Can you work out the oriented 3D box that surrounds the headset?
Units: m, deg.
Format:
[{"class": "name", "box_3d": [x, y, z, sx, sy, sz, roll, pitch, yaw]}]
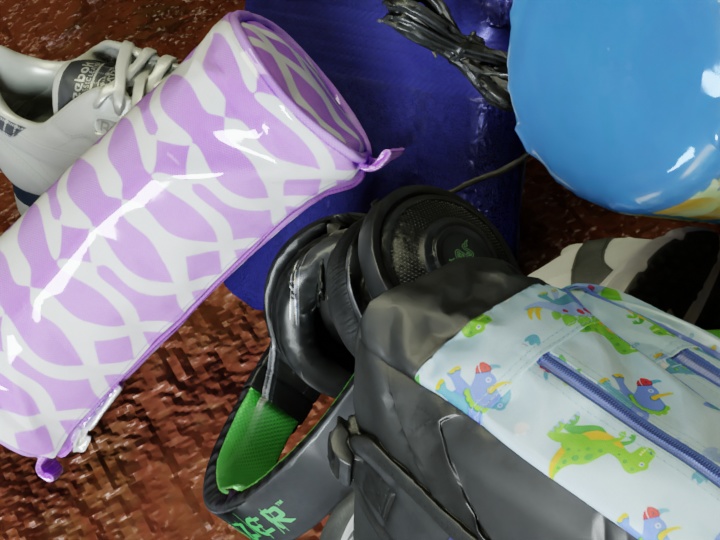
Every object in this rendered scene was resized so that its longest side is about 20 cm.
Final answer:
[{"class": "headset", "box_3d": [0.000, 0.000, 0.980, 0.200, 0.094, 0.123, -57, 15, -19]}]

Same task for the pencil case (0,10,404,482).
[{"class": "pencil case", "box_3d": [-0.084, -0.009, 1.071, 0.200, 0.086, 0.084, -44, -9, 18]}]

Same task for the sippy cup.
[{"class": "sippy cup", "box_3d": [0.122, -0.072, 0.940, 0.130, 0.140, 0.178, -9, 60, -48]}]

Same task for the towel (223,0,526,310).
[{"class": "towel", "box_3d": [0.012, -0.076, 1.097, 0.147, 0.201, 0.049, 13, 11, 41]}]

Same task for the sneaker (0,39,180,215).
[{"class": "sneaker", "box_3d": [-0.079, -0.057, 1.192, 0.199, 0.081, 0.077, 2, 41, 27]}]

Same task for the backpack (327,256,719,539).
[{"class": "backpack", "box_3d": [0.101, 0.098, 0.851, 0.153, 0.164, 0.200, -22, 41, -25]}]

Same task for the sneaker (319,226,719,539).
[{"class": "sneaker", "box_3d": [0.055, 0.057, 1.004, 0.200, 0.074, 0.080, -39, 25, -28]}]
